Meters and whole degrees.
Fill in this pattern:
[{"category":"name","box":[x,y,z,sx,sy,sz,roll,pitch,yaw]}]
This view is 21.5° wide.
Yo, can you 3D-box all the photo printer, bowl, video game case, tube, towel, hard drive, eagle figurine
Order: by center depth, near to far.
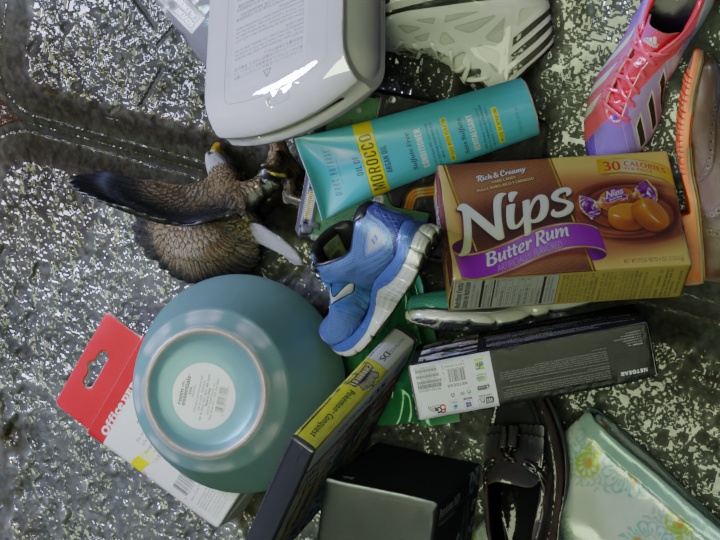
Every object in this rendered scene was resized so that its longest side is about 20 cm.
[{"category":"photo printer","box":[-0.055,-0.205,1.598,0.166,0.069,0.201,-19,58,33]},{"category":"tube","box":[0.050,-0.108,1.602,0.199,0.050,0.078,-19,108,-1]},{"category":"video game case","box":[-0.032,0.163,1.639,0.025,0.181,0.200,33,132,11]},{"category":"hard drive","box":[0.053,-0.081,1.649,0.199,0.038,0.140,8,102,-13]},{"category":"towel","box":[0.221,0.246,1.677,0.200,0.048,0.171,43,108,9]},{"category":"bowl","box":[-0.121,0.104,1.680,0.200,0.105,0.202,0,90,13]},{"category":"eagle figurine","box":[-0.142,-0.058,1.723,0.199,0.151,0.152,-22,105,10]}]

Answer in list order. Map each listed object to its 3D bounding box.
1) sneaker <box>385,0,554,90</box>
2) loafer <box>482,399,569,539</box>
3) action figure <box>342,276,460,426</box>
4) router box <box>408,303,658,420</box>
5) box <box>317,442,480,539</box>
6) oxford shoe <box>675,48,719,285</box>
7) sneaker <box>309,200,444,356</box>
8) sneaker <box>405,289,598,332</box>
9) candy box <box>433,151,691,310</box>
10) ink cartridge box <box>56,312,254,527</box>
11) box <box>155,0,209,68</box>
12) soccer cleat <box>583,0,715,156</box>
[{"category":"sneaker","box":[0.072,-0.190,1.640,0.200,0.076,0.116,-16,94,5]},{"category":"loafer","box":[0.139,0.196,1.646,0.072,0.063,0.201,-5,86,33]},{"category":"action figure","box":[0.027,0.038,1.712,0.118,0.055,0.201,-4,100,21]},{"category":"router box","box":[0.144,0.076,1.603,0.199,0.149,0.051,-11,94,6]},{"category":"box","box":[0.028,0.273,1.694,0.107,0.148,0.201,10,101,17]},{"category":"oxford shoe","box":[0.303,-0.088,1.598,0.073,0.071,0.201,-2,105,9]},{"category":"sneaker","box":[0.000,0.000,1.612,0.089,0.079,0.200,34,144,2]},{"category":"sneaker","box":[0.130,0.007,1.640,0.199,0.078,0.080,-14,87,-12]},{"category":"candy box","box":[0.166,-0.034,1.589,0.199,0.057,0.117,-3,59,-5]},{"category":"ink cartridge box","box":[-0.174,0.134,1.787,0.200,0.067,0.116,35,106,11]},{"category":"box","box":[-0.097,-0.240,1.724,0.137,0.040,0.200,-40,84,20]},{"category":"soccer cleat","box":[0.240,-0.176,1.597,0.067,0.076,0.200,31,106,13]}]
